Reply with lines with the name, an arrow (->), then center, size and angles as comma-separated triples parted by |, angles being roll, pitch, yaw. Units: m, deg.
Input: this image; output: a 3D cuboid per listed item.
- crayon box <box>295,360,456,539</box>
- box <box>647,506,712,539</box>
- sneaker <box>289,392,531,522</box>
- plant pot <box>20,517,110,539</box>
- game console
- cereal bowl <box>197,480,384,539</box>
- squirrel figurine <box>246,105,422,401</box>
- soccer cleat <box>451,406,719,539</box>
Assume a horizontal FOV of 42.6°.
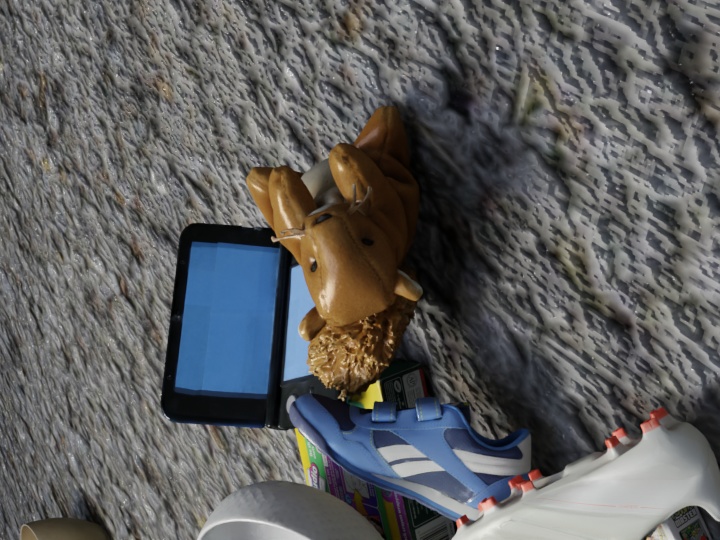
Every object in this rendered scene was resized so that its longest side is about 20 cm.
crayon box -> 0.008, 0.189, 0.895 | 0.171, 0.058, 0.204 | -1, 102, 56
box -> 0.173, 0.211, 0.691 | 0.200, 0.034, 0.112 | -37, 72, 53
sneaker -> 0.041, 0.129, 0.716 | 0.197, 0.074, 0.084 | 21, 94, 2
plant pot -> -0.536, 0.548, 1.728 | 0.199, 0.133, 0.204 | 24, 121, 48
game console -> -0.096, 0.041, 0.872 | 0.170, 0.117, 0.204 | -21, 61, 54
cereal bowl -> -0.048, 0.264, 0.850 | 0.196, 0.084, 0.203 | 16, 134, 17
squirrel figurine -> 0.000, 0.000, 0.724 | 0.187, 0.139, 0.203 | -107, -1, -63
soccer cleat -> 0.143, 0.163, 0.609 | 0.199, 0.069, 0.079 | -35, 78, 32
